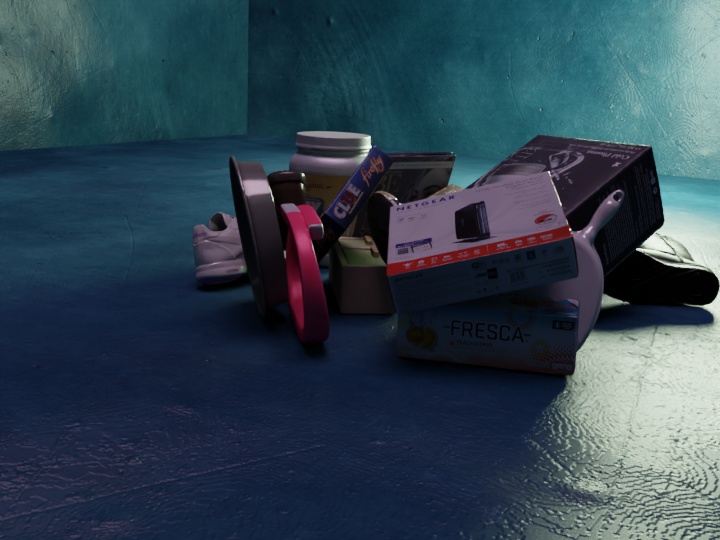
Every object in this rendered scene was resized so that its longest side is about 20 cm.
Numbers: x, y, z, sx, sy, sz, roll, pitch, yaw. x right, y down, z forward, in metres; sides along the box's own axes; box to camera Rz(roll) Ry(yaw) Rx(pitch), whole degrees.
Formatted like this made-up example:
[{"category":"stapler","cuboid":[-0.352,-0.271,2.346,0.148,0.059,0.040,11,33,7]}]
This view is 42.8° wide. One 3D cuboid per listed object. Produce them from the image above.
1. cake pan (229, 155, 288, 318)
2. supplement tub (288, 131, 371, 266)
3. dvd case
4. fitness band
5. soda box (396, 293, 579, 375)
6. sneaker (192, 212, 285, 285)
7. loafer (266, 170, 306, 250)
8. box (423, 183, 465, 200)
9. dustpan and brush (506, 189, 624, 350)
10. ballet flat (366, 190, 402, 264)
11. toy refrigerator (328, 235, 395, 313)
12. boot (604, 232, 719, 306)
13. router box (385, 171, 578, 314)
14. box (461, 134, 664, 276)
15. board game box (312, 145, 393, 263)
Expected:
[{"category":"cake pan","cuboid":[-0.126,-0.044,1.139,0.036,0.204,0.200,-11,15,-11]},{"category":"supplement tub","cuboid":[-0.047,-0.119,1.491,0.142,0.204,0.145,2,12,0]},{"category":"dvd case","cuboid":[0.056,-0.085,1.389,0.146,0.203,0.016,-4,35,-28]},{"category":"fitness band","cuboid":[-0.065,0.001,1.077,0.037,0.146,0.200,-6,19,-10]},{"category":"soda box","cuboid":[0.140,0.064,1.015,0.196,0.070,0.064,5,17,13]},{"category":"sneaker","cuboid":[-0.168,-0.042,1.348,0.074,0.101,0.199,-13,1,33]},{"category":"loafer","cuboid":[-0.110,-0.065,1.259,0.072,0.072,0.200,-4,-20,-6]},{"category":"box","cuboid":[0.108,-0.045,1.330,0.039,0.139,0.200,20,17,12]},{"category":"dustpan and brush","cuboid":[0.247,-0.017,1.070,0.139,0.201,0.057,38,0,8]},{"category":"ballet flat","cuboid":[0.074,-0.015,1.160,0.057,0.201,0.066,-28,-9,-49]},{"category":"toy refrigerator","cuboid":[0.000,0.000,1.277,0.074,0.071,0.200,1,12,-6]},{"category":"boot","cuboid":[0.417,-0.009,1.370,0.196,0.078,0.168,9,16,-2]},{"category":"router box","cuboid":[0.129,-0.035,1.025,0.196,0.050,0.180,-12,27,9]},{"category":"box","cuboid":[0.265,-0.079,1.234,0.196,0.125,0.199,-37,31,-27]},{"category":"board game box","cuboid":[-0.038,-0.064,1.228,0.034,0.200,0.136,37,55,-4]}]
